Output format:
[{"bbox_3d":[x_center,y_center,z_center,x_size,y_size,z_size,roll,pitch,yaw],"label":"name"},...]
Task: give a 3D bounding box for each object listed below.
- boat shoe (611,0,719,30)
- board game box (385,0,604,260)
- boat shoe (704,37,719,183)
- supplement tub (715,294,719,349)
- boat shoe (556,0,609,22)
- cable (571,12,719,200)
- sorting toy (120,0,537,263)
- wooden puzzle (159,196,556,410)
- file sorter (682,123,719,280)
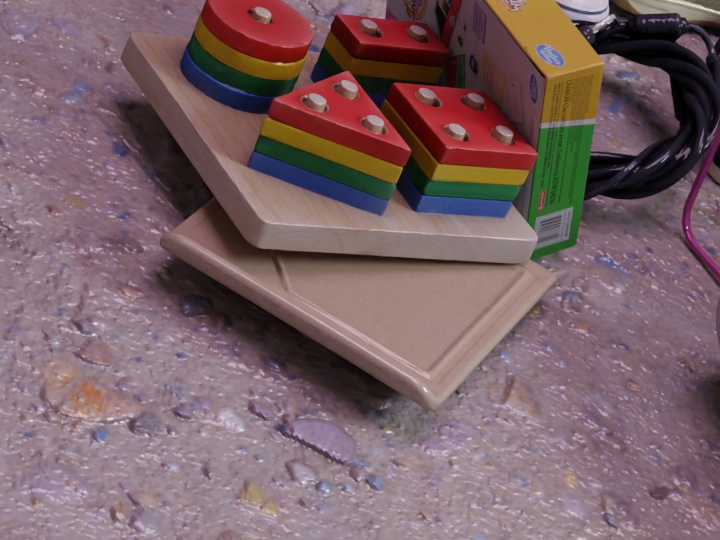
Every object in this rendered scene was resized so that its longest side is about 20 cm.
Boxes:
[{"bbox_3d":[0.269,-0.213,2.016,0.199,0.065,0.073,-1,40,-32],"label":"boat shoe"},{"bbox_3d":[0.077,-0.128,1.718,0.040,0.153,0.200,-17,49,-20],"label":"board game box"},{"bbox_3d":[0.277,-0.128,1.916,0.073,0.063,0.202,19,34,-1],"label":"boat shoe"},{"bbox_3d":[0.298,0.075,1.588,0.144,0.145,0.200,7,38,-22],"label":"supplement tub"},{"bbox_3d":[0.135,-0.255,1.976,0.074,0.086,0.202,5,39,-24],"label":"boat shoe"},{"bbox_3d":[0.157,-0.114,1.817,0.163,0.051,0.200,11,39,5],"label":"cable"},{"bbox_3d":[-0.011,-0.094,1.650,0.198,0.070,0.200,3,35,-35],"label":"sorting toy"},{"bbox_3d":[0.000,0.000,1.617,0.185,0.037,0.200,31,31,12],"label":"wooden puzzle"},{"bbox_3d":[0.325,-0.048,1.773,0.199,0.139,0.126,-4,40,-33],"label":"file sorter"}]
